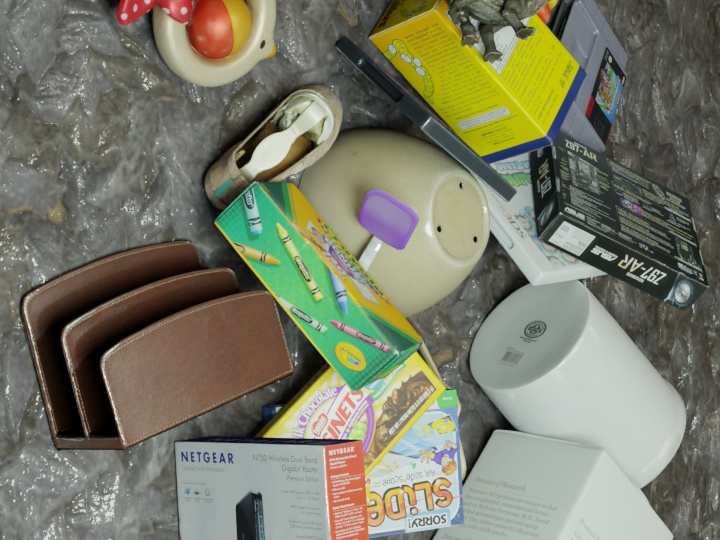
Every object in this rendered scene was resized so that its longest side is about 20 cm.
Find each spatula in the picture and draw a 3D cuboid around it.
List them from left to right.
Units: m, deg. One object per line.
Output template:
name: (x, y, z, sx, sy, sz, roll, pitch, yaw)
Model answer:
spatula: (0.000, 0.000, 1.465, 0.056, 0.201, 0.021, 34, 38, 8)

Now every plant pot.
plant pot: (0.051, -0.048, 1.534, 0.199, 0.134, 0.203, 5, 84, -46)

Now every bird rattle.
bird rattle: (-0.134, -0.243, 1.385, 0.199, 0.112, 0.165, -34, 127, -39)

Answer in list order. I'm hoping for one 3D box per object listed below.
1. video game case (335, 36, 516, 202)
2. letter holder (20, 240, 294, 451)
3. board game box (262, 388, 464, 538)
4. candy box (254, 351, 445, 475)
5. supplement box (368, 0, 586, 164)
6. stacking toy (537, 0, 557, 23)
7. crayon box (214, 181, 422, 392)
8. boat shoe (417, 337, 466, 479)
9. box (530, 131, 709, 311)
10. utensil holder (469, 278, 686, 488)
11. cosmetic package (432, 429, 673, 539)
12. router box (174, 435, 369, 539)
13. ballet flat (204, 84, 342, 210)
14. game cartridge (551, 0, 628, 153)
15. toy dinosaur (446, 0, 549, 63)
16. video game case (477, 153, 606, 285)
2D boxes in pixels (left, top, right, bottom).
video game case: (0.063, -0.152, 1.528, 0.019, 0.200, 0.143, -49, 129, 6)
letter holder: (-0.173, 0.053, 1.319, 0.199, 0.100, 0.144, -21, 101, -45)
board game box: (0.005, 0.190, 1.496, 0.198, 0.034, 0.137, -4, 90, -27)
candy box: (-0.015, 0.142, 1.452, 0.200, 0.026, 0.102, -45, 102, -23)
supplement box: (0.125, -0.226, 1.621, 0.200, 0.109, 0.109, 45, 56, -24)
stacking toy: (0.201, -0.331, 1.760, 0.085, 0.085, 0.202, 35, 70, -39)
crayon box: (-0.035, 0.012, 1.396, 0.200, 0.058, 0.119, 50, 11, 6)
boat shoe: (0.067, 0.145, 1.586, 0.072, 0.065, 0.201, -43, 117, -39)
box: (0.284, -0.058, 1.700, 0.199, 0.044, 0.161, 24, 36, -18)
utensil holder: (0.238, 0.128, 1.695, 0.200, 0.169, 0.171, 48, 56, -30)
cosmetic package: (0.193, 0.303, 1.624, 0.165, 0.164, 0.201, 50, 61, -32)
router box: (-0.078, 0.237, 1.335, 0.049, 0.199, 0.182, -3, 88, -45)
ballet flat: (-0.067, -0.124, 1.455, 0.068, 0.067, 0.200, 45, 53, -5)
game cartridge: (0.263, -0.228, 1.819, 0.130, 0.038, 0.201, 47, 47, -29)
toy dinosaur: (0.116, -0.273, 1.518, 0.198, 0.077, 0.103, 10, 57, -26)
video game case: (0.203, -0.066, 1.696, 0.199, 0.024, 0.183, -7, 53, -47)
